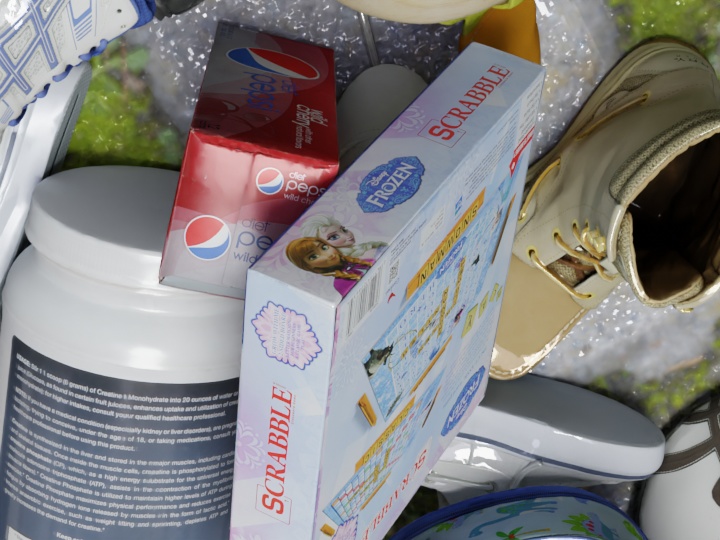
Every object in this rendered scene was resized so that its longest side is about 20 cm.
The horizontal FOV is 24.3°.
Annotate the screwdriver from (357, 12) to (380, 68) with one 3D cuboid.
[{"bbox_3d":[0.013,-0.080,0.842,0.028,0.029,0.201,-13,111,3],"label":"screwdriver"}]

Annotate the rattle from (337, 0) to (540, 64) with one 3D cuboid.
[{"bbox_3d":[-0.008,-0.153,0.805,0.199,0.143,0.131,4,73,4],"label":"rattle"}]

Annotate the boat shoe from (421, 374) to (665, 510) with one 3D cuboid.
[{"bbox_3d":[0.057,0.103,0.888,0.200,0.075,0.087,9,110,-2],"label":"boat shoe"}]

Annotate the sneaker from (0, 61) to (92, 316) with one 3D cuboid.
[{"bbox_3d":[-0.199,-0.027,0.839,0.070,0.073,0.201,22,99,0],"label":"sneaker"}]

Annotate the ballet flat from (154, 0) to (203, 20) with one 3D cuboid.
[{"bbox_3d":[-0.139,-0.203,0.778,0.057,0.066,0.200,-43,112,-1],"label":"ballet flat"}]

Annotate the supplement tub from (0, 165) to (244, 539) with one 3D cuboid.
[{"bbox_3d":[-0.112,0.063,0.831,0.139,0.140,0.201,9,111,-5],"label":"supplement tub"}]

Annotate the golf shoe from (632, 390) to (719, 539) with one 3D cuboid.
[{"bbox_3d":[0.216,0.098,0.881,0.077,0.095,0.201,30,108,-13],"label":"golf shoe"}]

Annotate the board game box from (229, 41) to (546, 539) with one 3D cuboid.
[{"bbox_3d":[0.011,0.032,0.730,0.041,0.200,0.200,22,130,19],"label":"board game box"}]

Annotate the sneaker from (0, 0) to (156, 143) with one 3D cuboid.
[{"bbox_3d":[-0.139,-0.110,0.743,0.088,0.075,0.201,18,114,-15],"label":"sneaker"}]

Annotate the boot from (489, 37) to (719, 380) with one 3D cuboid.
[{"bbox_3d":[0.116,-0.008,0.804,0.073,0.156,0.200,33,106,-13],"label":"boot"}]

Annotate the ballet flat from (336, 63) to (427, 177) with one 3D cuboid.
[{"bbox_3d":[0.000,0.000,0.812,0.069,0.069,0.201,13,97,-7],"label":"ballet flat"}]

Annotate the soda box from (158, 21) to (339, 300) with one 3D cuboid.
[{"bbox_3d":[-0.047,-0.054,0.757,0.063,0.200,0.070,13,110,-7],"label":"soda box"}]

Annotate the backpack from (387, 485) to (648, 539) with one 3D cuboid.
[{"bbox_3d":[0.088,0.211,0.839,0.182,0.147,0.201,-20,103,8],"label":"backpack"}]
